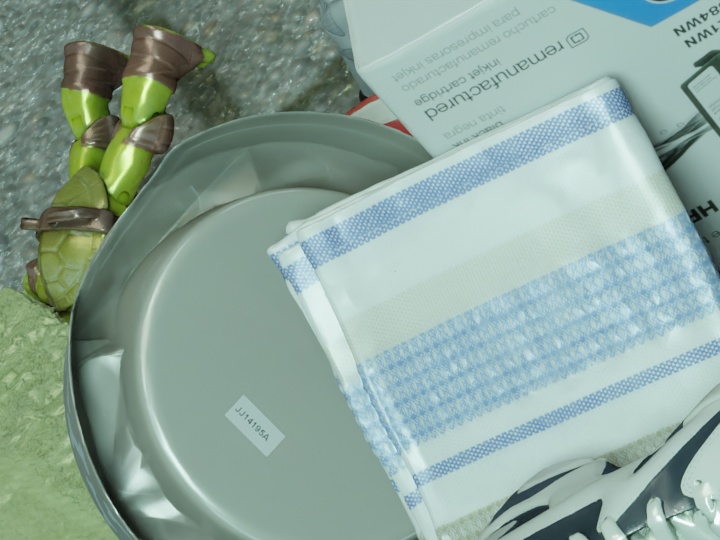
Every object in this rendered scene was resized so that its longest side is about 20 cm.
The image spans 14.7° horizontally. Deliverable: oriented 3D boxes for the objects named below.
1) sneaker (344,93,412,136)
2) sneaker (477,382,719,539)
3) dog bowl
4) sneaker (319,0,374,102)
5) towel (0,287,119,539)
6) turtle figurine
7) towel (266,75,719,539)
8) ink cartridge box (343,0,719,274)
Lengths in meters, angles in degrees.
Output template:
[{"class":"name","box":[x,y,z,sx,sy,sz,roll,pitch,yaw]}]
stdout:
[{"class":"sneaker","box":[0.000,0.000,1.173,0.200,0.078,0.116,-24,50,40]},{"class":"sneaker","box":[0.087,0.104,0.878,0.199,0.080,0.130,-19,22,49]},{"class":"dog bowl","box":[-0.022,0.043,1.057,0.200,0.200,0.059,-64,10,-23]},{"class":"sneaker","box":[0.062,-0.108,1.168,0.200,0.115,0.075,-4,54,38]},{"class":"towel","box":[-0.130,0.097,1.128,0.200,0.036,0.148,28,74,38]},{"class":"turtle figurine","box":[-0.118,-0.021,1.224,0.200,0.064,0.162,-18,60,62]},{"class":"towel","box":[0.071,0.045,0.993,0.147,0.200,0.024,-27,2,21]},{"class":"ink cartridge box","box":[0.105,-0.074,1.036,0.146,0.200,0.084,-29,43,19]}]
